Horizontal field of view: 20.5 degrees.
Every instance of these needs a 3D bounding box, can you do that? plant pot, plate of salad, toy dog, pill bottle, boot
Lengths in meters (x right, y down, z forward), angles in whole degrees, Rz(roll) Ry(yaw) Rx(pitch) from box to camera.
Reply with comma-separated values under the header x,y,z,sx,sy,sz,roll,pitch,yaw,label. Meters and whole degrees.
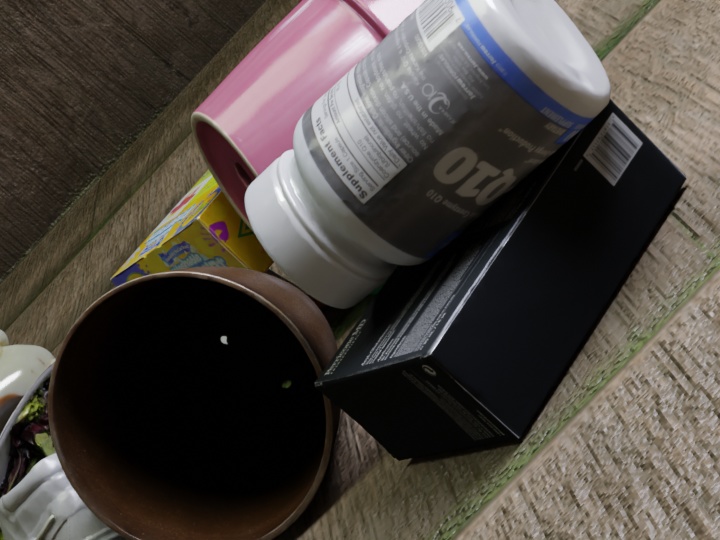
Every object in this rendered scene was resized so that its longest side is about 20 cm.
x,y,z,sx,sy,sz,roll,pitch,yaw,label
-0.017,-0.110,1.458,0.179,0.200,0.200,-35,10,-13,plant pot
-0.087,0.074,1.340,0.187,0.187,0.200,-44,-1,16,plant pot
-0.276,0.166,1.774,0.200,0.048,0.200,-57,-19,-32,plate of salad
-0.416,0.176,2.176,0.194,0.140,0.200,5,41,26,toy dog
0.034,-0.075,1.133,0.200,0.114,0.114,-42,15,23,pill bottle
-0.221,0.204,1.413,0.074,0.096,0.200,-21,-22,-39,boot

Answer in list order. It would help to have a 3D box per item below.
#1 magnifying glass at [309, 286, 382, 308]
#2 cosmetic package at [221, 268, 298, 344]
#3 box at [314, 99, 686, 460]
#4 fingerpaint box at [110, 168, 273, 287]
x,y,z,sx,sy,sz,roll,pitch,yaw,label
0.000,0.000,1.556,0.200,0.022,0.080,-32,21,51,magnifying glass
-0.123,0.084,1.611,0.200,0.051,0.083,-37,31,39,cosmetic package
0.081,0.007,1.159,0.200,0.079,0.141,-54,18,-24,box
-0.096,-0.047,1.613,0.167,0.073,0.200,-51,11,-29,fingerpaint box
